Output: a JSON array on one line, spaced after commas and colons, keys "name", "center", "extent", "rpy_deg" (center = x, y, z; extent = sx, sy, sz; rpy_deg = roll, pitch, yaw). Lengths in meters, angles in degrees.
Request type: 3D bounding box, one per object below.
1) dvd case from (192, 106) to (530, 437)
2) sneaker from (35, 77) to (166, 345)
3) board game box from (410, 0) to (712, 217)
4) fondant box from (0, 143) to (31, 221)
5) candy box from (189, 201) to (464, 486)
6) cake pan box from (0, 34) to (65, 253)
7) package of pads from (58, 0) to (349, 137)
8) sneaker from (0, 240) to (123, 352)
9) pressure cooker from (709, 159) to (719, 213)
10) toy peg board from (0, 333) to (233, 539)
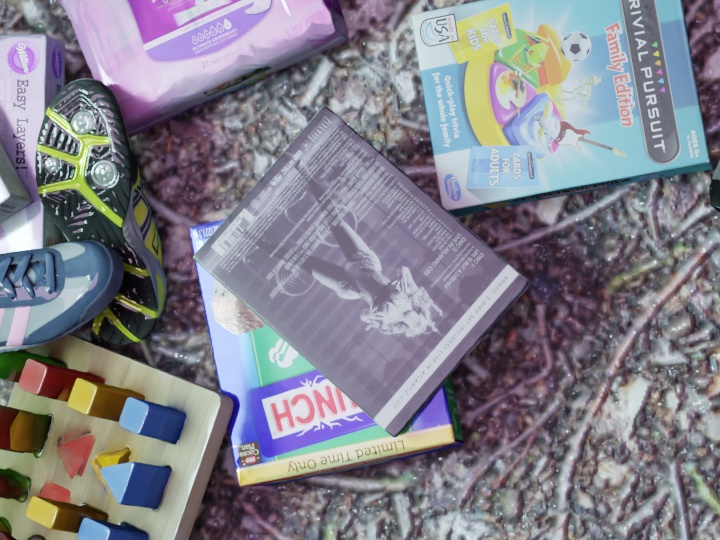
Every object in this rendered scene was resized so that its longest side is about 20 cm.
[{"name": "dvd case", "center": [0.000, 0.000, 1.638], "extent": [0.200, 0.016, 0.149], "rpy_deg": [41, 90, 11]}, {"name": "sneaker", "center": [-0.194, -0.047, 1.703], "extent": [0.075, 0.076, 0.201], "rpy_deg": [-6, 104, 8]}, {"name": "board game box", "center": [0.148, -0.133, 1.679], "extent": [0.199, 0.047, 0.151], "rpy_deg": [-11, 84, 11]}, {"name": "fondant box", "center": [-0.365, -0.064, 1.676], "extent": [0.200, 0.058, 0.145], "rpy_deg": [-30, 83, 6]}, {"name": "candy box", "center": [-0.024, 0.049, 1.685], "extent": [0.169, 0.077, 0.201], "rpy_deg": [-13, 84, 9]}, {"name": "cake pan box", "center": [-0.318, -0.086, 1.723], "extent": [0.184, 0.052, 0.201], "rpy_deg": [1, 88, 7]}, {"name": "package of pads", "center": [-0.120, -0.193, 1.724], "extent": [0.200, 0.076, 0.121], "rpy_deg": [-24, 85, 9]}, {"name": "sneaker", "center": [-0.272, 0.018, 1.638], "extent": [0.200, 0.082, 0.070], "rpy_deg": [-19, 60, 9]}, {"name": "pressure cooker", "center": [0.354, -0.102, 1.569], "extent": [0.178, 0.176, 0.200], "rpy_deg": [23, 94, 9]}, {"name": "toy peg board", "center": [-0.225, 0.153, 1.672], "extent": [0.199, 0.098, 0.201], "rpy_deg": [19, 90, 36]}]
